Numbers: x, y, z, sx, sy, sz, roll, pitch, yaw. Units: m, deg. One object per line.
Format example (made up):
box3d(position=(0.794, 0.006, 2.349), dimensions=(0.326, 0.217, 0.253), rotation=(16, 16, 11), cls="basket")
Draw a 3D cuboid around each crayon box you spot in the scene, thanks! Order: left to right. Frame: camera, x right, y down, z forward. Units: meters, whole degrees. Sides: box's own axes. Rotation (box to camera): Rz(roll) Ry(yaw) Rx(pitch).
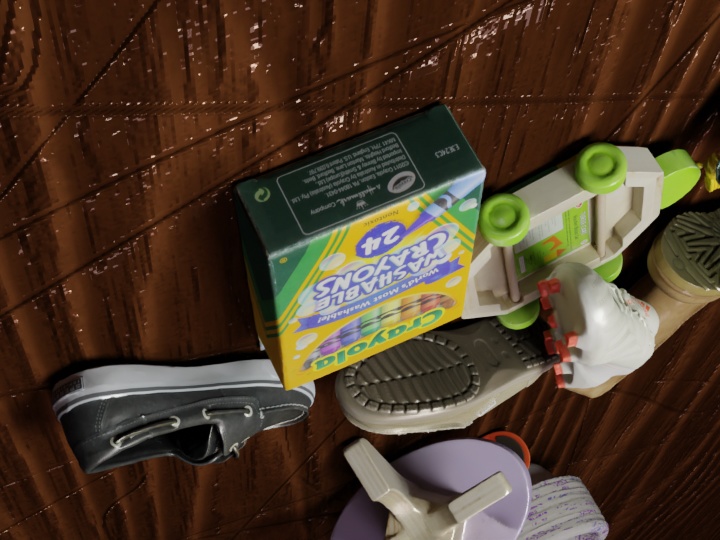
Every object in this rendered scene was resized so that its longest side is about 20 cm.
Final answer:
box3d(position=(0.000, 0.000, 0.747), dimensions=(0.125, 0.052, 0.200), rotation=(-23, 154, -12), cls="crayon box")

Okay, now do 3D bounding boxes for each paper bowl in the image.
box3d(position=(0.153, 0.279, 1.353), dimensions=(0.200, 0.105, 0.201), rotation=(-22, 153, -12), cls="paper bowl")

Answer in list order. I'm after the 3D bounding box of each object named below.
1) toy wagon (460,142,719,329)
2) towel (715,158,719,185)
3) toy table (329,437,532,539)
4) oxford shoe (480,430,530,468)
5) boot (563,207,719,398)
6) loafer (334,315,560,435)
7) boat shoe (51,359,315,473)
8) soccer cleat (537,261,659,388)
box3d(position=(0.148, -0.032, 0.852), dimensions=(0.199, 0.040, 0.155), rotation=(-28, 155, -3), cls="toy wagon")
box3d(position=(0.326, -0.121, 0.846), dimensions=(0.199, 0.022, 0.147), rotation=(-8, 130, -38), cls="towel")
box3d(position=(0.051, 0.224, 1.087), dimensions=(0.200, 0.184, 0.117), rotation=(-46, 168, 8), cls="toy table")
box3d(position=(0.074, 0.227, 1.221), dimensions=(0.199, 0.071, 0.073), rotation=(-27, 159, -5), cls="oxford shoe")
box3d(position=(0.222, 0.037, 1.000), dimensions=(0.175, 0.066, 0.200), rotation=(-17, 155, -48), cls="boot")
box3d(position=(0.063, 0.084, 0.937), dimensions=(0.199, 0.076, 0.068), rotation=(-10, 143, -35), cls="loafer")
box3d(position=(-0.103, 0.095, 0.802), dimensions=(0.199, 0.057, 0.069), rotation=(4, 149, -47), cls="boat shoe")
box3d(position=(0.164, 0.034, 0.861), dimensions=(0.077, 0.070, 0.200), rotation=(-16, 162, 4), cls="soccer cleat")
